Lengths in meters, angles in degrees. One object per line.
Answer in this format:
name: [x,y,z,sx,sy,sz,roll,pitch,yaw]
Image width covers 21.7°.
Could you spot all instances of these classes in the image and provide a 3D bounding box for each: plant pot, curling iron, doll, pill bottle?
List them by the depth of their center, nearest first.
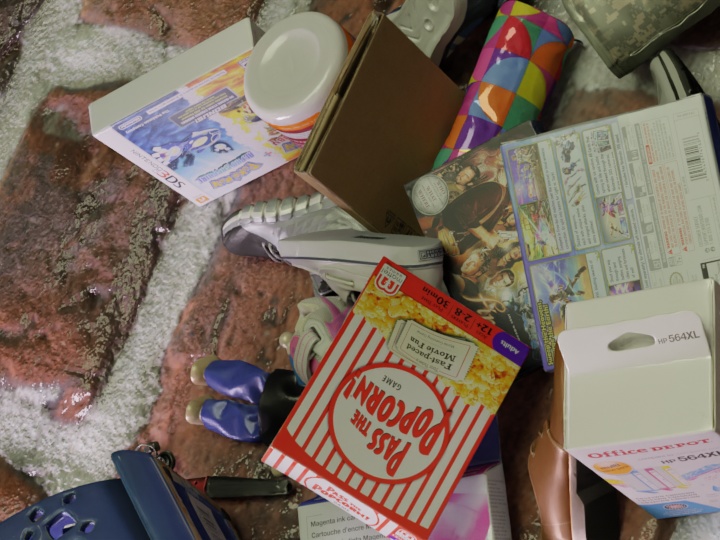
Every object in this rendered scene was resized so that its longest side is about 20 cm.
plant pot: [-0.196,0.291,1.693,0.180,0.200,0.200,-38,51,4]
pill bottle: [-0.012,-0.151,1.776,0.113,0.200,0.113,-16,59,28]
doll: [-0.076,0.125,1.778,0.199,0.048,0.137,11,95,36]
curling iron: [-0.149,0.199,1.807,0.199,0.026,0.050,5,94,37]

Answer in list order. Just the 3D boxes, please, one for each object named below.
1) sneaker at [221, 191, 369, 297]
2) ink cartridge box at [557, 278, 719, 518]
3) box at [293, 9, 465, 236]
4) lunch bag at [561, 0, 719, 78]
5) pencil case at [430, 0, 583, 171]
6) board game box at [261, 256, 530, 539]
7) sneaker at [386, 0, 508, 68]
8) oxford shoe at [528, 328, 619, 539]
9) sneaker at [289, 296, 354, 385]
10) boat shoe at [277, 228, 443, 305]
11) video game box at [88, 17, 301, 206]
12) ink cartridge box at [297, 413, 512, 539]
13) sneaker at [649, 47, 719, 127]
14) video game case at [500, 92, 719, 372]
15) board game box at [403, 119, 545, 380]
sneaker: [-0.057,-0.010,1.824,0.199,0.075,0.116,-14,69,36]
ink cartridge box: [0.245,0.100,1.467,0.128,0.200,0.126,-12,61,30]
box: [0.032,-0.120,1.730,0.021,0.200,0.164,17,77,39]
lunch bag: [0.258,-0.291,1.708,0.164,0.117,0.200,-36,49,18]
pencil case: [0.133,-0.153,1.757,0.088,0.088,0.201,16,75,39]
board game box: [0.032,0.112,1.578,0.151,0.046,0.200,31,66,-1]
sneaker: [0.089,-0.252,1.851,0.081,0.146,0.200,50,143,6]
oxford shoe: [0.168,0.141,1.553,0.071,0.071,0.201,2,93,41]
sneaker: [-0.019,0.086,1.690,0.200,0.088,0.082,-104,21,-64]
boat shoe: [0.000,0.000,1.709,0.199,0.072,0.066,5,102,43]
video game box: [-0.138,-0.153,1.880,0.199,0.182,0.047,-25,58,23]
ink cartridge box: [0.037,0.235,1.626,0.196,0.043,0.201,-15,74,30]
sneaker: [0.259,-0.095,1.638,0.115,0.076,0.201,-26,57,20]
video game case: [0.225,-0.029,1.576,0.181,0.045,0.201,-13,85,23]
board game box: [0.137,-0.014,1.659,0.135,0.035,0.201,-27,79,22]
